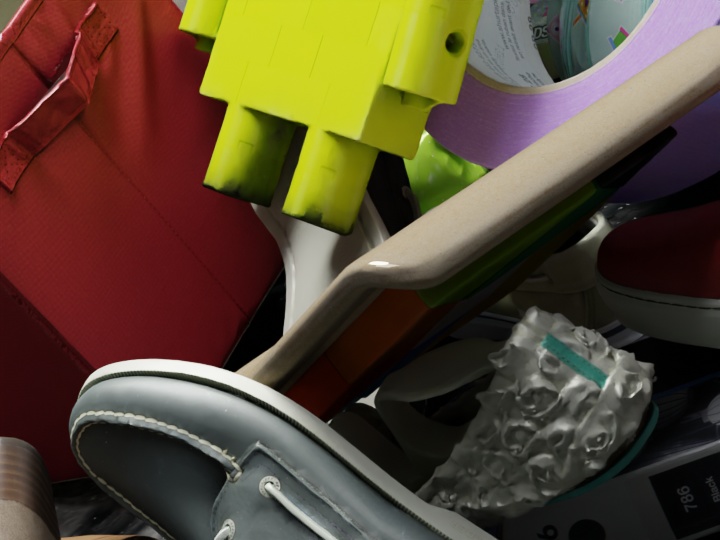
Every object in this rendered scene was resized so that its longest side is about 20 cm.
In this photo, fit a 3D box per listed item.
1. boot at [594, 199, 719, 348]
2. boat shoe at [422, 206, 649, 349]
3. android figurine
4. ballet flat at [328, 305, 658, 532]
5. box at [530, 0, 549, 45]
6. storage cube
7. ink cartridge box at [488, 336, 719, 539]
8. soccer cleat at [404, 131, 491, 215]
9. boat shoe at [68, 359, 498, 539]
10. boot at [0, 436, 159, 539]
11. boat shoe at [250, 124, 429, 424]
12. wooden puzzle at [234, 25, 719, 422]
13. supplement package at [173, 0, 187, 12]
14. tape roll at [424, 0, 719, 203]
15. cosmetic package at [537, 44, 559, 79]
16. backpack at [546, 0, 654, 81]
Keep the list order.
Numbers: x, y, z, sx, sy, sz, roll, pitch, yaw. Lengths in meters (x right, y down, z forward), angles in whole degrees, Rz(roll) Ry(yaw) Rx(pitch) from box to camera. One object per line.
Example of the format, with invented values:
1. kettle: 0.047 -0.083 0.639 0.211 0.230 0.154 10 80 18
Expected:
1. boot: 0.159 -0.051 0.958 0.199 0.145 0.072 -7 27 29
2. boat shoe: 0.069 -0.008 1.181 0.072 0.062 0.200 -34 21 -17
3. android figurine: -0.007 -0.119 1.170 0.182 0.041 0.201 22 96 53
4. ballet flat: 0.025 0.062 0.971 0.200 0.072 0.072 -37 7 49
5. box: 0.124 -0.197 1.359 0.199 0.115 0.132 -13 37 -18
6. storage cube: -0.154 -0.024 1.263 0.199 0.180 0.171 -12 38 43
7. ink cartridge box: 0.110 0.059 1.009 0.199 0.039 0.100 -23 22 13
8. soccer cleat: 0.026 -0.061 1.360 0.081 0.067 0.200 -46 10 17
9. boat shoe: -0.024 0.094 0.939 0.199 0.073 0.062 28 48 20
10. boot: -0.103 0.154 0.963 0.070 0.200 0.147 -12 59 13
11. boat shoe: 0.000 0.000 1.195 0.074 0.060 0.200 -48 42 27
12. wooden puzzle: 0.033 0.000 0.999 0.185 0.037 0.200 -34 -3 -35
13. supplement package: -0.103 -0.125 1.407 0.121 0.120 0.200 -28 10 -36
14. tape roll: 0.098 -0.131 1.144 0.200 0.065 0.201 -15 68 42
15. cosmetic package: 0.033 -0.131 1.500 0.199 0.071 0.105 -16 25 28
16. backpack: 0.176 -0.133 1.235 0.126 0.167 0.200 2 51 51
